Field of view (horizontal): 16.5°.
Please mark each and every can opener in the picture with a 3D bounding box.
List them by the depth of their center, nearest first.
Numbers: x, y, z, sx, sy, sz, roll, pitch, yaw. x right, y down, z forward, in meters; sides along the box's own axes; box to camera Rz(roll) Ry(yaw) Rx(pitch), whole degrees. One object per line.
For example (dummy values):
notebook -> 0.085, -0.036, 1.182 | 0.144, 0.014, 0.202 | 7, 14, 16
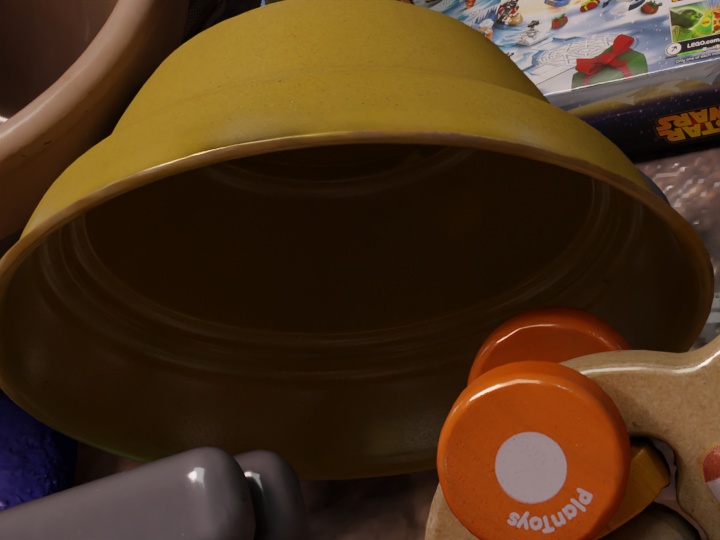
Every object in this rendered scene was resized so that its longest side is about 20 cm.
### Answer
can opener -> -0.104, 0.106, 0.693 | 0.200, 0.053, 0.067 | -19, 75, 27

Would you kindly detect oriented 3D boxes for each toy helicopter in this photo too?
toy helicopter -> 0.116, 0.078, 0.630 | 0.200, 0.132, 0.079 | -3, 11, 10

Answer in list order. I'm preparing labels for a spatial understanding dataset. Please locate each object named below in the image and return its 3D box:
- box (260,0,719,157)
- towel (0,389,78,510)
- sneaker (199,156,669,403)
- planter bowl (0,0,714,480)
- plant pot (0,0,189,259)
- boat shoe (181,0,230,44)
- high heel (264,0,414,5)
box -> 0.058, -0.093, 0.867 | 0.200, 0.040, 0.137 | -10, 47, 23
towel -> -0.167, 0.131, 0.787 | 0.147, 0.050, 0.200 | -8, 46, 15
sneaker -> 0.000, 0.000, 0.796 | 0.200, 0.066, 0.078 | -14, 5, 2
planter bowl -> -0.007, -0.019, 0.692 | 0.200, 0.200, 0.084 | -15, 59, 18
plant pot -> -0.147, -0.055, 0.780 | 0.200, 0.175, 0.200 | -1, 59, 2
boat shoe -> -0.084, -0.110, 0.935 | 0.076, 0.072, 0.200 | 34, 77, 16
high heel -> 0.029, -0.124, 0.845 | 0.142, 0.071, 0.200 | -22, 48, -12
